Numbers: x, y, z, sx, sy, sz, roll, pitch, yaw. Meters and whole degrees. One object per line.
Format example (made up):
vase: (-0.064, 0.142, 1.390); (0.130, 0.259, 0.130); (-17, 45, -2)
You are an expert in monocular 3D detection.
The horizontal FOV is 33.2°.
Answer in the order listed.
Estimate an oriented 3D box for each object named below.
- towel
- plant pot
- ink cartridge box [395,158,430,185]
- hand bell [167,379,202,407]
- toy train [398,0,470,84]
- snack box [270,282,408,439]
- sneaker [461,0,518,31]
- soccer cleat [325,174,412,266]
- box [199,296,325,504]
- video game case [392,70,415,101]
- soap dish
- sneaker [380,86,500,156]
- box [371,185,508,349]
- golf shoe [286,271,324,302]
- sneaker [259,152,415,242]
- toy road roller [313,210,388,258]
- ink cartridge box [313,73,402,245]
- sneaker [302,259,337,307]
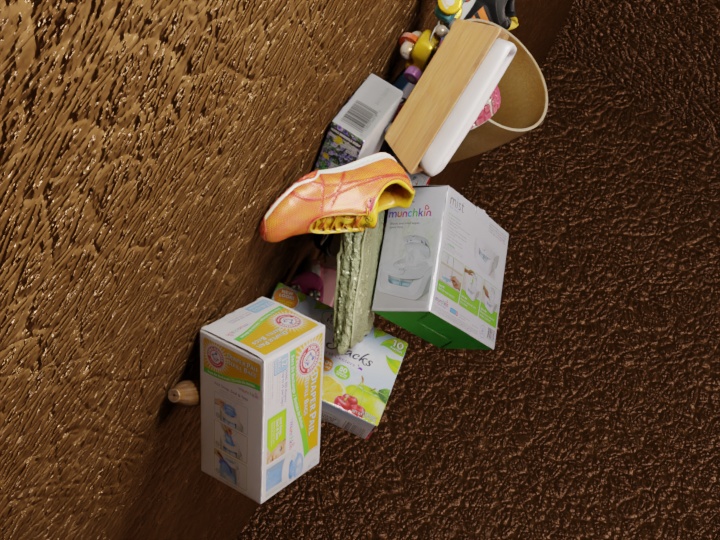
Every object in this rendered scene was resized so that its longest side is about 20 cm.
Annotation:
towel: (0.000, 0.000, 1.568); (0.148, 0.036, 0.201); (-45, 141, -72)
plant pot: (0.146, -0.244, 1.810); (0.200, 0.186, 0.187); (-35, -166, 48)
ink cartridge box: (0.034, -0.066, 2.025); (0.201, 0.083, 0.176); (-63, 176, -12)
hand bell: (-0.180, 0.144, 1.474); (0.105, 0.104, 0.200); (-60, 161, 8)
toy train: (0.095, -0.317, 1.519); (0.150, 0.055, 0.200); (-55, 176, -47)
snack box: (-0.051, 0.122, 1.636); (0.053, 0.199, 0.143); (120, -6, -53)
sneaker: (0.188, -0.371, 1.816); (0.070, 0.090, 0.201); (-51, 170, -52)
soccer cleat: (-0.003, -0.082, 1.863); (0.200, 0.070, 0.086); (-51, 145, 16)
box: (-0.116, 0.150, 1.417); (0.112, 0.101, 0.201); (-29, 132, -45)
video game case: (0.039, -0.210, 1.737); (0.143, 0.018, 0.200); (-55, 172, -43)
soap dish: (0.110, -0.215, 1.484); (0.201, 0.081, 0.157); (-58, 176, 12)
sneaker: (0.088, -0.210, 1.602); (0.199, 0.081, 0.075); (-19, -173, 3)
box: (0.116, -0.001, 1.655); (0.200, 0.096, 0.178); (29, 65, -54)
golf shoe: (-0.115, 0.084, 1.748); (0.201, 0.075, 0.092); (-62, -165, 13)
sneaker: (-0.023, -0.075, 1.375); (0.199, 0.077, 0.073); (-24, 154, -24)
toy road roller: (0.043, -0.072, 1.737); (0.199, 0.123, 0.147); (-9, 125, -48)
ink cartridge box: (-0.018, -0.134, 1.488); (0.109, 0.050, 0.200); (-54, 174, -40)
sneaker: (-0.052, 0.087, 1.816); (0.075, 0.104, 0.201); (-139, -118, -65)
